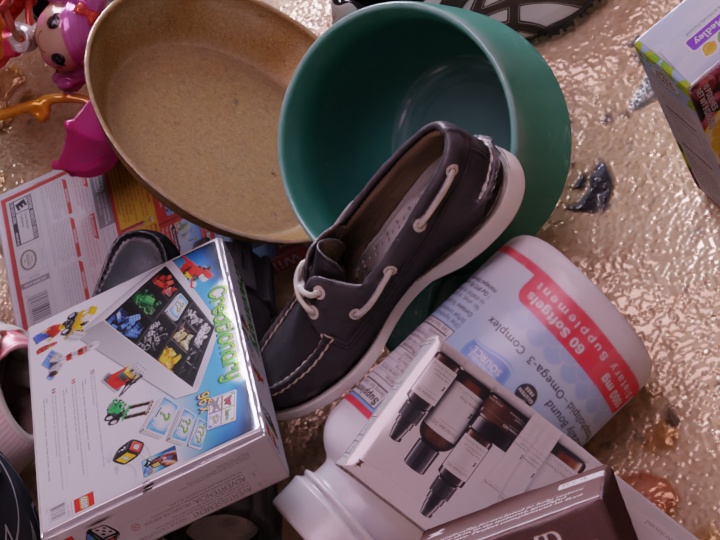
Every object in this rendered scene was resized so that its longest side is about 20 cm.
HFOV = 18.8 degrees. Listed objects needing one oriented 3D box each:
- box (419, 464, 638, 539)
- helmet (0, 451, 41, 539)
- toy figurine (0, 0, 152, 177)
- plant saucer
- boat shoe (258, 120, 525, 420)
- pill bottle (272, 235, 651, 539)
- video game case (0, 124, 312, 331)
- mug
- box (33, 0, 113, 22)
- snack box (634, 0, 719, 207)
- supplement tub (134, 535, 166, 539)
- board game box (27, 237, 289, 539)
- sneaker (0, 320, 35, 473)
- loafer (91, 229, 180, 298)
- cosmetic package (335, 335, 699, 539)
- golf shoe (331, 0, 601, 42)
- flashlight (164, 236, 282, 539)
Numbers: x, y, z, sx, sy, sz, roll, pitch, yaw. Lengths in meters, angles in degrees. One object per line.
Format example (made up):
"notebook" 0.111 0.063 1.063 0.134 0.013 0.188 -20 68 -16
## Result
"box" 0.105 0.205 1.017 0.099 0.075 0.202 -21 91 11
"helmet" -0.263 0.177 1.192 0.199 0.202 0.190 17 27 32
"toy figurine" -0.215 -0.129 1.370 0.182 0.150 0.202 -2 100 12
"plant saucer" -0.079 -0.088 1.311 0.035 0.199 0.202 -52 38 43
"boat shoe" 0.000 0.000 1.155 0.200 0.060 0.074 -42 43 22
"pill bottle" 0.052 0.084 1.160 0.200 0.109 0.109 -44 53 -6
"video game case" -0.133 -0.028 1.371 0.199 0.017 0.144 -24 53 10
"mug" 0.037 -0.060 1.246 0.152 0.114 0.186 37 109 21
"box" -0.202 -0.264 1.494 0.148 0.107 0.200 -38 53 -2
"snack box" 0.255 -0.133 1.182 0.200 0.142 0.053 -39 52 -3
"supplement tub" -0.132 0.245 1.120 0.144 0.145 0.201 28 74 35
"board game box" -0.113 0.068 1.156 0.125 0.035 0.200 -25 31 4
"sneaker" -0.233 0.042 1.321 0.104 0.075 0.202 -35 56 30
"loafer" -0.137 0.064 1.272 0.067 0.070 0.202 -6 64 20
"cosmetic package" 0.090 0.125 1.081 0.199 0.051 0.083 37 86 -2
"golf shoe" 0.073 -0.180 1.326 0.199 0.095 0.078 -31 51 2
"flashlight" -0.078 0.070 1.233 0.067 0.068 0.201 7 51 -13
